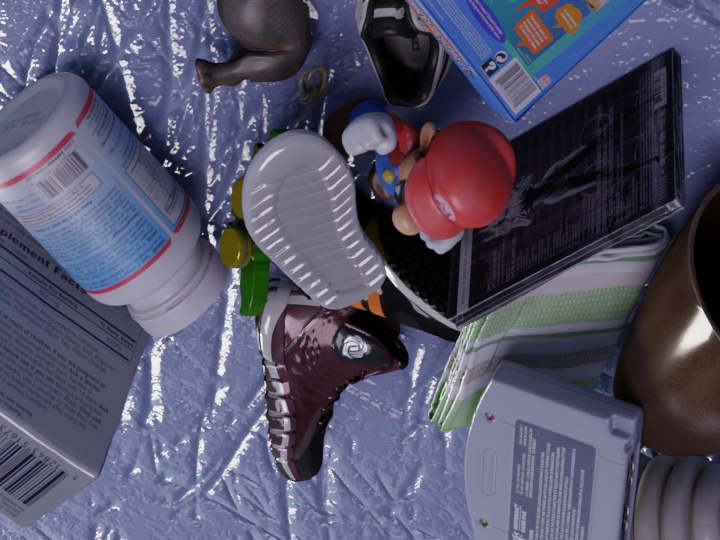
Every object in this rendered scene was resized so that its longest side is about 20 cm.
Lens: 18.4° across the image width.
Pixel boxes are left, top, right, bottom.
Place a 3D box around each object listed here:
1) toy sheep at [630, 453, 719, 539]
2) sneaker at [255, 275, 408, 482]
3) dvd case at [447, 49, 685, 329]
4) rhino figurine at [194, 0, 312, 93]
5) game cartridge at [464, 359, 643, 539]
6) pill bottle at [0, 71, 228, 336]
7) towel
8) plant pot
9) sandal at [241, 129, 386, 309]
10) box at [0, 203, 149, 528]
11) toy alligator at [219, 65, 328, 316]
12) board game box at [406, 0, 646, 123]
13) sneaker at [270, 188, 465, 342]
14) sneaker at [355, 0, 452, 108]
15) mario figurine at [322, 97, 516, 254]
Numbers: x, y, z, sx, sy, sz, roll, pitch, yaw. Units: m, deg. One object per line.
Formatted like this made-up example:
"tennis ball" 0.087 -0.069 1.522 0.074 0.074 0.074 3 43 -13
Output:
"toy sheep" 0.255 0.212 1.780 0.199 0.138 0.138 -5 130 24
"sneaker" -0.017 0.093 1.779 0.115 0.076 0.201 0 130 9
"dvd case" 0.144 -0.056 1.558 0.200 0.149 0.016 -29 127 32
"rhino figurine" -0.086 -0.209 1.535 0.087 0.060 0.200 -13 128 -2
"game cartridge" 0.145 0.160 1.698 0.133 0.041 0.200 16 133 18
"pill bottle" -0.192 -0.046 1.672 0.109 0.109 0.200 -24 122 29
"towel" 0.143 0.047 1.684 0.149 0.031 0.200 -6 138 -24
"plant pot" 0.272 0.055 1.626 0.186 0.187 0.200 26 145 -10
"sandal" -0.040 -0.039 1.575 0.082 0.050 0.203 -26 144 -3
"box" -0.277 0.062 1.723 0.184 0.200 0.105 38 130 -20
"toy alligator" -0.065 -0.064 1.609 0.059 0.054 0.201 0 116 -35
"board game box" 0.119 -0.215 1.378 0.200 0.045 0.152 -42 117 -2
"sneaker" 0.000 0.000 1.698 0.200 0.070 0.090 34 133 -9
"sneaker" 0.029 -0.201 1.499 0.075 0.088 0.200 -3 128 18
"mario figurine" 0.030 -0.061 1.543 0.123 0.200 0.106 4 100 -21
